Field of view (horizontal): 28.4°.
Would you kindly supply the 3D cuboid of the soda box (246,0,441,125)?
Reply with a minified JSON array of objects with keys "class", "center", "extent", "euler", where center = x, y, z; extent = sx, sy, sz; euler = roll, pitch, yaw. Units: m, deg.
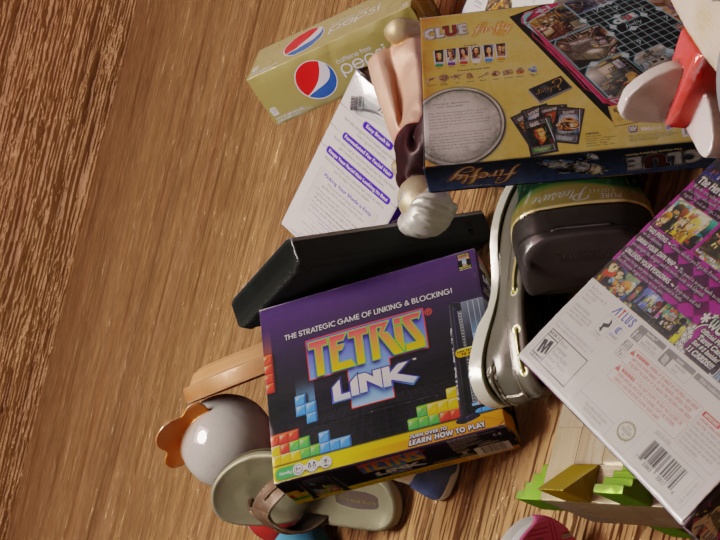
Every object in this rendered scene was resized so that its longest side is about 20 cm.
[{"class":"soda box","center":[-0.014,-0.224,1.459],"extent":[0.200,0.064,0.068],"euler":[-21,30,25]}]

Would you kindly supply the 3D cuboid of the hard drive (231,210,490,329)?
[{"class":"hard drive","center":[0.000,0.000,1.267],"extent":[0.140,0.200,0.033],"euler":[-44,61,54]}]

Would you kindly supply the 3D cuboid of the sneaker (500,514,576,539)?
[{"class":"sneaker","center":[0.099,0.266,1.029],"extent":[0.088,0.081,0.200],"euler":[33,108,65]}]

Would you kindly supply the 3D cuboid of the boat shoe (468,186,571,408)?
[{"class":"boat shoe","center":[0.137,0.010,1.105],"extent":[0.060,0.072,0.202],"euler":[-10,59,44]}]

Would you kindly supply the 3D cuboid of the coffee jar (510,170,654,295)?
[{"class":"coffee jar","center":[0.158,-0.078,1.046],"extent":[0.085,0.104,0.200],"euler":[69,-162,-58]}]

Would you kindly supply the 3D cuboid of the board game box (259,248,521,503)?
[{"class":"board game box","center":[0.021,0.088,1.179],"extent":[0.200,0.057,0.166],"euler":[-17,59,14]}]

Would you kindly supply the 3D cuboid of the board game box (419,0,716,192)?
[{"class":"board game box","center":[0.144,-0.128,1.007],"extent":[0.035,0.200,0.136],"euler":[72,-164,-59]}]

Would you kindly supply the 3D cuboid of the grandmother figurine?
[{"class":"grandmother figurine","center":[0.045,-0.114,1.233],"extent":[0.121,0.060,0.200],"euler":[96,169,-58]}]

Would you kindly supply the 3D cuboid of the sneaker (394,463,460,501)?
[{"class":"sneaker","center":[0.017,0.110,1.272],"extent":[0.081,0.115,0.200],"euler":[-59,28,36]}]

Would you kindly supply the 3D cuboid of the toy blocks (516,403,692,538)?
[{"class":"toy blocks","center":[0.196,0.089,0.894],"extent":[0.200,0.100,0.137],"euler":[-9,61,56]}]

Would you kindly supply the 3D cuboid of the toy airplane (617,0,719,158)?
[{"class":"toy airplane","center":[0.218,-0.172,0.878],"extent":[0.200,0.141,0.199],"euler":[-4,69,61]}]

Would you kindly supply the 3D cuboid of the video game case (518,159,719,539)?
[{"class":"video game case","center":[0.205,0.039,0.826],"extent":[0.181,0.036,0.200],"euler":[-46,32,2]}]

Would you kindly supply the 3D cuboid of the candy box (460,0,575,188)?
[{"class":"candy box","center":[0.140,-0.189,1.203],"extent":[0.168,0.071,0.200],"euler":[-115,42,-58]}]

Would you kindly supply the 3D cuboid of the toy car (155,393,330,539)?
[{"class":"toy car","center":[-0.118,0.192,1.444],"extent":[0.184,0.200,0.177],"euler":[-109,38,-54]}]

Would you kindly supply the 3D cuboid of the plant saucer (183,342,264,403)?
[{"class":"plant saucer","center":[-0.087,0.086,1.445],"extent":[0.200,0.200,0.032],"euler":[-28,82,62]}]

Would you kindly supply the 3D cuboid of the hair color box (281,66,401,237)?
[{"class":"hair color box","center":[0.011,-0.094,1.412],"extent":[0.109,0.065,0.200],"euler":[43,128,19]}]

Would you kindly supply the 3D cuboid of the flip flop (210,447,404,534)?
[{"class":"flip flop","center":[-0.057,0.217,1.330],"extent":[0.058,0.200,0.081],"euler":[-39,-53,-57]}]
